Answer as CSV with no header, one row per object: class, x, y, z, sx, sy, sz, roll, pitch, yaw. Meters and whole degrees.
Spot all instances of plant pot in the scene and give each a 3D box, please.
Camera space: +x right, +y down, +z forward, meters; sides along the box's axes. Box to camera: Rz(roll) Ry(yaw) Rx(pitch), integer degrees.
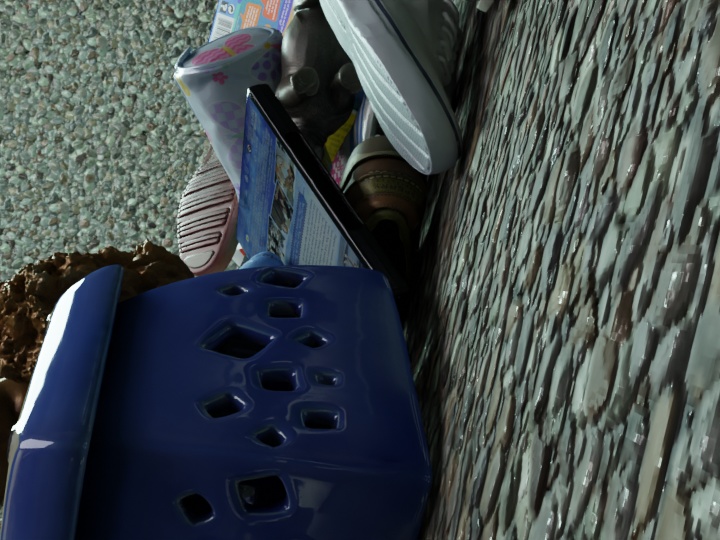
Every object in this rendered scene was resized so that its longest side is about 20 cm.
plant pot,-0.082,0.114,0.602,0.200,0.180,0.200,-101,21,-63

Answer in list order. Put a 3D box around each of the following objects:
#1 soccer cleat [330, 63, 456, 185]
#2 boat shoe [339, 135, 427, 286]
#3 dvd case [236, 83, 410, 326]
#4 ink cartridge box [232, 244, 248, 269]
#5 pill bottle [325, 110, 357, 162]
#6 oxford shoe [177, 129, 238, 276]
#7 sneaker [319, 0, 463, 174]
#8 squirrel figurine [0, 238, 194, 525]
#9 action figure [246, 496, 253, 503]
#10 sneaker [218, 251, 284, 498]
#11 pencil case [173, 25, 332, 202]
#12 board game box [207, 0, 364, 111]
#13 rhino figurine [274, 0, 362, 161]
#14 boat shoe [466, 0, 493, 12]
soccer cleat,0.016,-0.076,0.845,0.086,0.070,0.200,-79,4,-46
boat shoe,0.000,0.000,0.803,0.200,0.072,0.068,98,176,-52
dvd case,-0.031,-0.007,0.771,0.200,0.018,0.143,56,151,35
ink cartridge box,-0.061,0.036,1.054,0.050,0.162,0.200,-35,17,19
pill bottle,-0.006,-0.117,1.036,0.114,0.114,0.200,-82,6,-62
oxford shoe,-0.100,-0.073,1.023,0.075,0.070,0.200,43,-130,-43
sneaker,0.030,-0.142,0.731,0.073,0.071,0.200,79,170,-53
squirrel figurine,-0.188,0.071,0.734,0.142,0.186,0.200,-131,44,-57
action figure,-0.096,0.171,1.008,0.069,0.130,0.200,-54,-45,-23
sneaker,-0.078,0.076,0.826,0.078,0.066,0.200,-78,1,-53
pencil case,-0.071,-0.088,0.928,0.083,0.091,0.200,-62,-42,-55
board game box,-0.025,-0.215,0.936,0.045,0.200,0.152,1,-69,-51
rhino figurine,-0.031,-0.128,0.844,0.087,0.060,0.200,163,119,-75
boat shoe,0.069,-0.237,0.620,0.073,0.063,0.200,-120,43,-86
